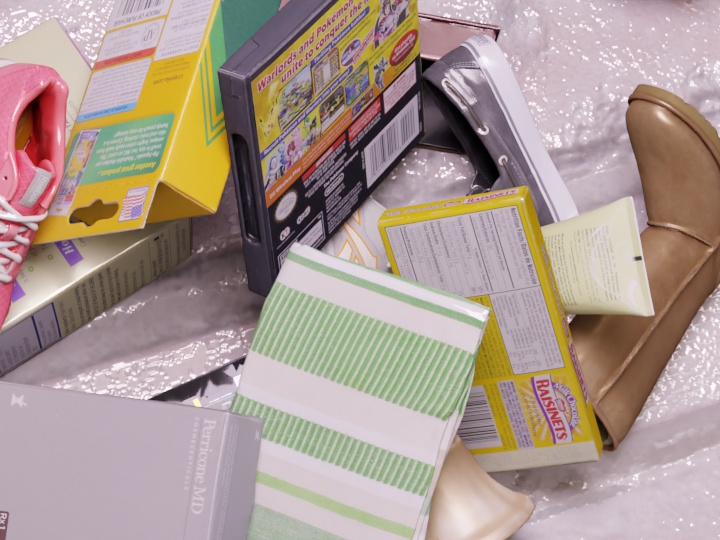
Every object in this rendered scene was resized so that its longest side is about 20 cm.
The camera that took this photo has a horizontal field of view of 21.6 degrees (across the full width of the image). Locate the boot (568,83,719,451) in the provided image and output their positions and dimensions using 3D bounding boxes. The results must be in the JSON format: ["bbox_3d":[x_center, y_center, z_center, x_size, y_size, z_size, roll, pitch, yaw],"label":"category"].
[{"bbox_3d":[0.189,-0.002,1.304,0.200,0.066,0.175,-50,122,-18],"label":"boot"}]

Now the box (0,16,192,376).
[{"bbox_3d":[-0.245,-0.042,1.305,0.200,0.097,0.176,-33,77,-15],"label":"box"}]

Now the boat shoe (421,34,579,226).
[{"bbox_3d":[0.100,-0.064,1.328,0.066,0.070,0.200,-27,106,-11],"label":"boat shoe"}]

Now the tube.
[{"bbox_3d":[0.118,0.003,1.270,0.058,0.200,0.052,44,59,-24],"label":"tube"}]

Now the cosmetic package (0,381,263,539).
[{"bbox_3d":[-0.170,0.130,1.196,0.199,0.090,0.107,4,83,16],"label":"cosmetic package"}]

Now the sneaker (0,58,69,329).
[{"bbox_3d":[-0.232,-0.041,1.189,0.074,0.087,0.201,17,78,-41],"label":"sneaker"}]

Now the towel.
[{"bbox_3d":[-0.010,0.097,1.212,0.152,0.023,0.201,19,97,15],"label":"towel"}]

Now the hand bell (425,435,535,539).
[{"bbox_3d":[0.024,0.092,1.244,0.104,0.104,0.200,-29,96,-13],"label":"hand bell"}]

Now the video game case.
[{"bbox_3d":[-0.020,-0.109,1.239,0.025,0.181,0.200,20,48,25],"label":"video game case"}]

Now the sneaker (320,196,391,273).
[{"bbox_3d":[0.000,0.000,1.325,0.092,0.076,0.201,-11,77,-19],"label":"sneaker"}]

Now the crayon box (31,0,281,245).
[{"bbox_3d":[-0.130,-0.101,1.218,0.052,0.126,0.201,31,66,-37],"label":"crayon box"}]

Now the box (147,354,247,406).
[{"bbox_3d":[-0.107,0.160,1.274,0.200,0.049,0.160,-25,73,-12],"label":"box"}]

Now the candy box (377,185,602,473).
[{"bbox_3d":[0.087,0.044,1.248,0.102,0.026,0.200,-10,115,19],"label":"candy box"}]

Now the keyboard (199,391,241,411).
[{"bbox_3d":[-0.014,0.081,1.265,0.200,0.011,0.056,-22,106,-15],"label":"keyboard"}]

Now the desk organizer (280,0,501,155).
[{"bbox_3d":[-0.005,-0.146,1.373,0.199,0.072,0.077,10,73,-1],"label":"desk organizer"}]
